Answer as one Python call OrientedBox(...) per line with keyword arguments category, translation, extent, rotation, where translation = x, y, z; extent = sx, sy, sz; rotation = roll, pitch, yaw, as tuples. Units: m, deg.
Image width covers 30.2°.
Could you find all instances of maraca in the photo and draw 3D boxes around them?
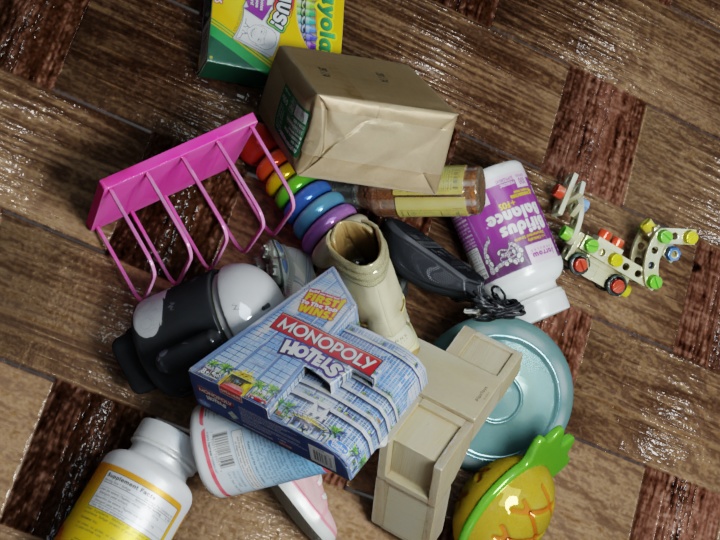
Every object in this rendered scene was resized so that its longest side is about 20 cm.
OrientedBox(category="maraca", translation=(0.186, 0.271, 1.604), extent=(0.107, 0.137, 0.200), rotation=(39, 90, 29))

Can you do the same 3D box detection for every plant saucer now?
OrientedBox(category="plant saucer", translation=(0.166, 0.156, 1.644), extent=(0.200, 0.027, 0.201), rotation=(0, 96, -3))

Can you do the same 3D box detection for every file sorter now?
OrientedBox(category="file sorter", translation=(-0.194, -0.067, 1.547), extent=(0.200, 0.139, 0.126), rotation=(-27, 82, -24))

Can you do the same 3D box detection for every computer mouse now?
OrientedBox(category="computer mouse", translation=(0.097, 0.010, 1.620), extent=(0.200, 0.138, 0.053), rotation=(38, 104, 22))

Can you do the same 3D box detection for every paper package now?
OrientedBox(category="paper package", translation=(-0.006, -0.182, 1.588), extent=(0.190, 0.200, 0.104), rotation=(5, 115, -21))

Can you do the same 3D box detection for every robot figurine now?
OrientedBox(category="robot figurine", translation=(-0.176, 0.071, 1.504), extent=(0.200, 0.125, 0.150), rotation=(-23, 47, 15))

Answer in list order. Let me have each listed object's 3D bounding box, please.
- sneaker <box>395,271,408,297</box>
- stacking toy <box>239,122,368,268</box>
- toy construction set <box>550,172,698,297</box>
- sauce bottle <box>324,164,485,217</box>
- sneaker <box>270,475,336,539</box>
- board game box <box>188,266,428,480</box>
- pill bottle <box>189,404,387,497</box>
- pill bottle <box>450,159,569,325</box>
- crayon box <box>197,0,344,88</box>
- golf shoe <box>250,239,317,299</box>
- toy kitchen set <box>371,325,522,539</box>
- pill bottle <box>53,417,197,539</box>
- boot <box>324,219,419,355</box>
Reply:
OrientedBox(category="sneaker", translation=(0.005, 0.083, 1.634), extent=(0.200, 0.073, 0.082), rotation=(-57, 137, -32))
OrientedBox(category="stacking toy", translation=(-0.082, -0.100, 1.628), extent=(0.085, 0.085, 0.200), rotation=(-37, 77, -24))
OrientedBox(category="toy construction set", translation=(0.334, -0.041, 1.764), extent=(0.200, 0.092, 0.131), rotation=(29, 93, -3))
OrientedBox(category="sauce bottle", translation=(0.053, -0.098, 1.646), extent=(0.200, 0.066, 0.066), rotation=(2, 73, 16))
OrientedBox(category="sneaker", translation=(-0.066, 0.218, 1.559), extent=(0.105, 0.075, 0.200), rotation=(-35, 86, -19))
OrientedBox(category="board game box", translation=(-0.039, 0.094, 1.403), extent=(0.200, 0.062, 0.200), rotation=(23, 53, 25))
OrientedBox(category="pill bottle", translation=(-0.077, 0.175, 1.458), extent=(0.200, 0.109, 0.109), rotation=(-15, 80, 9))
OrientedBox(category="pill bottle", translation=(0.190, -0.030, 1.698), extent=(0.112, 0.112, 0.200), rotation=(-20, 84, -23))
OrientedBox(category="crayon box", translation=(-0.110, -0.331, 1.695), extent=(0.172, 0.058, 0.200), rotation=(8, 74, -18))
OrientedBox(category="golf shoe", translation=(-0.066, 0.054, 1.585), extent=(0.097, 0.078, 0.200), rotation=(7, 56, -30))
OrientedBox(category="toy kitchen set", translation=(0.067, 0.180, 1.593), extent=(0.163, 0.181, 0.200), rotation=(26, 51, 19))
OrientedBox(category="pill bottle", translation=(-0.254, 0.267, 1.460), extent=(0.111, 0.111, 0.200), rotation=(33, 68, -9))
OrientedBox(category="boot", translation=(0.000, 0.000, 1.538), extent=(0.073, 0.200, 0.156), rotation=(-23, 124, -3))
